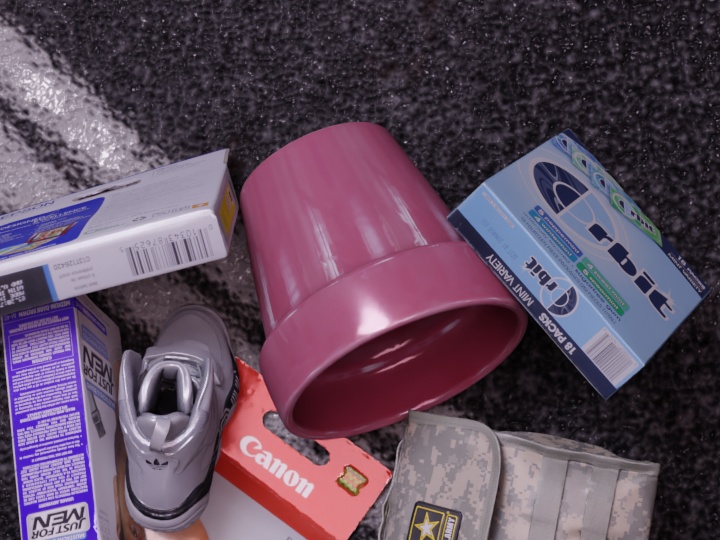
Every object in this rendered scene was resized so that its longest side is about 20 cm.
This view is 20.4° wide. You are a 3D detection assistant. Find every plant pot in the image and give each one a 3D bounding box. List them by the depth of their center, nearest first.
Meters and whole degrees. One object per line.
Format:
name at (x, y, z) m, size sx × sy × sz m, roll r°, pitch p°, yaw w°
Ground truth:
plant pot at (0.000, 0.000, 1.472) m, size 0.199 × 0.200 × 0.180 m, roll -24°, pitch 68°, yaw -4°

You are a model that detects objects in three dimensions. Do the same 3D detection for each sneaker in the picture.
sneaker at (-0.130, 0.080, 1.453) m, size 0.074 × 0.115 × 0.201 m, roll 6°, pitch 47°, yaw 2°

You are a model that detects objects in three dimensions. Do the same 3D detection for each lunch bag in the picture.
lunch bag at (0.109, 0.200, 1.478) m, size 0.198 × 0.118 × 0.165 m, roll 11°, pitch 87°, yaw 4°

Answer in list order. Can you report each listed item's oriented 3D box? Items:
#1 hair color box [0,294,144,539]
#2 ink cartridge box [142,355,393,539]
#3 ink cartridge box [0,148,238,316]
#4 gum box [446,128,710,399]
hair color box at (-0.209, 0.121, 1.457) m, size 0.064 × 0.109 × 0.202 m, roll -12°, pitch 68°, yaw 9°
ink cartridge box at (-0.093, 0.190, 1.509) m, size 0.162 × 0.050 × 0.201 m, roll 36°, pitch 87°, yaw 3°
ink cartridge box at (-0.188, -0.026, 1.459) m, size 0.196 × 0.200 × 0.047 m, roll -16°, pitch 102°, yaw 5°
gum box at (0.165, -0.011, 1.467) m, size 0.170 × 0.200 × 0.045 m, roll 49°, pitch 117°, yaw 5°
